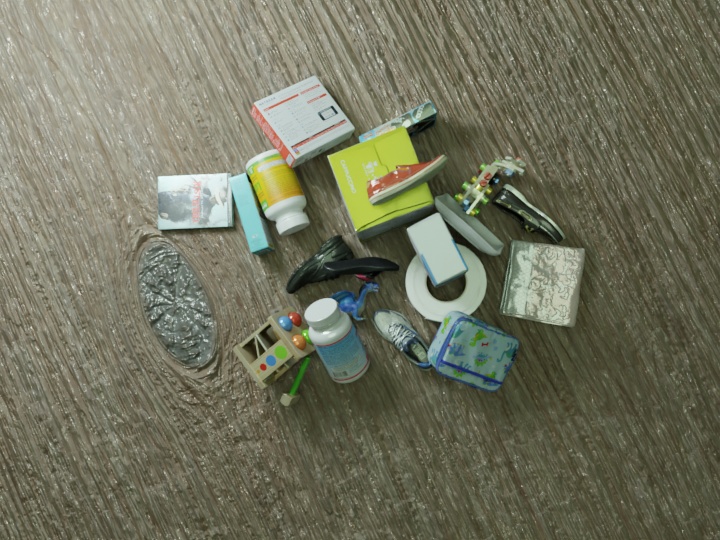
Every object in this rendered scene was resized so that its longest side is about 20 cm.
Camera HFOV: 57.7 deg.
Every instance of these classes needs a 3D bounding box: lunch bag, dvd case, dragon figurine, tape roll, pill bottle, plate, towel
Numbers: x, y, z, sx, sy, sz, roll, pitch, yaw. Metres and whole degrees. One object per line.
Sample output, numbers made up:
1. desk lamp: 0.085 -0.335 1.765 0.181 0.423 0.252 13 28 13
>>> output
1. lunch bag: 0.273 0.200 1.578 0.200 0.082 0.161 24 97 -21
2. dvd case: -0.434 -0.181 1.717 0.200 0.022 0.146 -1 86 3
3. dragon figurine: -0.041 0.084 1.651 0.200 0.059 0.100 -13 84 11
4. tape roll: 0.212 0.031 1.636 0.202 0.071 0.203 0 86 3
5. pill bottle: -0.059 0.168 1.579 0.109 0.109 0.200 -22 122 2
6. pill bottle: -0.204 -0.195 1.658 0.111 0.111 0.200 -23 85 2
7. plate: 0.261 -0.108 1.585 0.200 0.200 0.032 42 106 6
8. towel: 0.457 0.030 1.639 0.191 0.032 0.200 9 87 4

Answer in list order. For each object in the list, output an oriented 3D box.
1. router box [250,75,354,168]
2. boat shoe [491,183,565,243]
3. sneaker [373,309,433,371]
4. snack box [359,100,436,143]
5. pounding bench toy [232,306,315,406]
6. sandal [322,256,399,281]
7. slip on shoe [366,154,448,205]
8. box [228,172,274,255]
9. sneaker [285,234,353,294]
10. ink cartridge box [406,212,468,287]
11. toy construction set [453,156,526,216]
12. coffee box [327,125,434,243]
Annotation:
1. router box: -0.144 -0.379 1.654 0.200 0.049 0.180 -33 83 -28
2. boat shoe: 0.420 -0.130 1.635 0.201 0.072 0.061 43 89 13
3. sneaker: 0.113 0.168 1.624 0.200 0.085 0.077 41 89 6
4. snack box: 0.094 -0.352 1.647 0.200 0.116 0.037 -26 85 2
5. pounding bench toy: -0.175 0.212 1.598 0.156 0.124 0.200 -39 84 20
6. sandal: 0.000 0.000 1.636 0.200 0.075 0.045 -4 112 -21
7. slip on shoe: 0.103 -0.214 1.465 0.200 0.074 0.061 -26 82 3
8. box: -0.278 -0.143 1.674 0.049 0.082 0.200 -18 85 3
9. sneaker: -0.103 0.000 1.660 0.200 0.076 0.091 -41 93 3
10. ink cartridge box: 0.177 -0.041 1.509 0.085 0.200 0.145 -27 84 5
11. toy construction set: 0.310 -0.216 1.613 0.200 0.131 0.092 -38 84 -4
12. coffee box: 0.052 -0.204 1.598 0.200 0.198 0.200 -21 85 2
